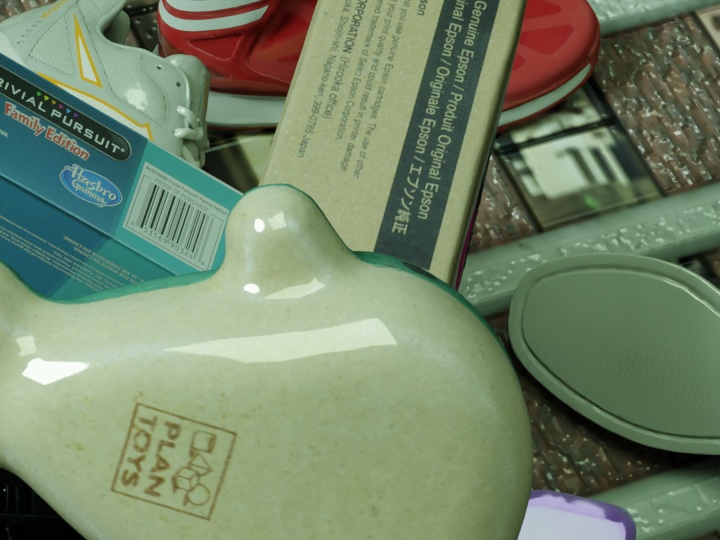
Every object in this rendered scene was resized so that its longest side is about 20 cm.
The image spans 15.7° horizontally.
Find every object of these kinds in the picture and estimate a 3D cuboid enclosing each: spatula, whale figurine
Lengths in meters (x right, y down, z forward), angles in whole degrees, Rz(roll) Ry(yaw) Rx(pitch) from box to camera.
[{"bbox_3d":[0.061,0.169,0.955,0.056,0.021,0.201,14,53,0],"label":"spatula"},{"bbox_3d":[-0.047,0.044,0.802,0.199,0.160,0.104,14,16,-7],"label":"whale figurine"}]

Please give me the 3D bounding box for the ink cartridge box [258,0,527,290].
[{"bbox_3d":[0.000,0.000,0.961,0.075,0.200,0.165,14,53,1],"label":"ink cartridge box"}]

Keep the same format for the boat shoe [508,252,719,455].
[{"bbox_3d":[0.159,0.037,1.046,0.199,0.074,0.060,10,9,19],"label":"boat shoe"}]

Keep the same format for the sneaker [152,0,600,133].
[{"bbox_3d":[0.013,-0.116,1.105,0.199,0.116,0.079,-8,55,-13],"label":"sneaker"}]

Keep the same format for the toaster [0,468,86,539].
[{"bbox_3d":[-0.119,0.147,0.835,0.180,0.119,0.201,22,45,-36],"label":"toaster"}]

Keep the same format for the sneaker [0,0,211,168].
[{"bbox_3d":[-0.088,-0.042,1.050,0.092,0.076,0.200,-30,62,-12],"label":"sneaker"}]

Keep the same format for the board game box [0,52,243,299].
[{"bbox_3d":[-0.153,0.001,0.910,0.151,0.200,0.047,31,50,-18],"label":"board game box"}]
